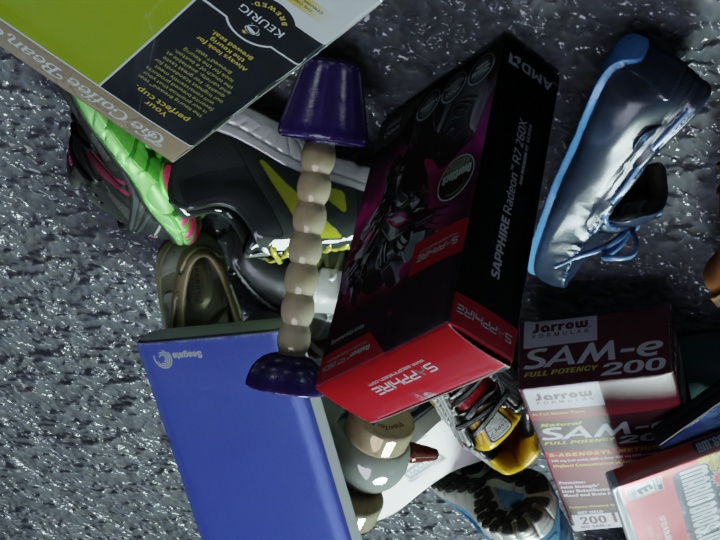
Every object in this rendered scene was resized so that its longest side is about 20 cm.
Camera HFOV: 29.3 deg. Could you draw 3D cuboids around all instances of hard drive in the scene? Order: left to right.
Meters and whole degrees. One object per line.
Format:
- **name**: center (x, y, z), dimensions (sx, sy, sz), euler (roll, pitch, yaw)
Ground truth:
- **hard drive**: center (-0.077, 0.135, 0.995), dimensions (0.131, 0.025, 0.202), euler (-6, 108, 30)

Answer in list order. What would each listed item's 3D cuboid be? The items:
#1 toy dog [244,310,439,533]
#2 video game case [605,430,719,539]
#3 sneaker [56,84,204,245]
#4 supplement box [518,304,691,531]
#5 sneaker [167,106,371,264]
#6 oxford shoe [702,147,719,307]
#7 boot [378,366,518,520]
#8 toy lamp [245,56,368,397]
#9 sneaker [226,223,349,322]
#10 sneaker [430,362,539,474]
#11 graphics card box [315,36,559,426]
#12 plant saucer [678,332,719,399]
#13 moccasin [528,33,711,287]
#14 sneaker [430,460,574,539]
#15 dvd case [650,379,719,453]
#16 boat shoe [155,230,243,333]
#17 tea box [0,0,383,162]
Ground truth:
- **toy dog**: center (-0.010, 0.101, 1.057), dimensions (0.096, 0.201, 0.132), euler (0, 147, -40)
- **video game case**: center (0.277, 0.148, 0.958), dimensions (0.198, 0.018, 0.143), euler (-21, 137, 5)
- **sneaker**: center (-0.165, -0.082, 0.908), dimensions (0.083, 0.077, 0.201), euler (0, 143, 16)
- **supplement box**: center (0.186, 0.112, 0.994), dimensions (0.108, 0.061, 0.201), euler (-8, 139, 17)
- **sneaker**: center (-0.036, -0.035, 0.899), dimensions (0.199, 0.085, 0.074), euler (26, 169, -7)
- **oxford shoe**: center (0.239, -0.048, 0.813), dimensions (0.071, 0.071, 0.201), euler (40, 152, 16)
- **boot**: center (0.059, 0.116, 1.115), dimensions (0.199, 0.091, 0.073), euler (-31, 127, 12)
- **toy lamp**: center (-0.031, -0.027, 0.836), dimensions (0.058, 0.202, 0.058), euler (8, -175, -1)
- **sneaker**: center (0.000, 0.000, 0.967), dimensions (0.199, 0.075, 0.088), euler (25, 140, -34)
- **sneaker**: center (0.081, 0.075, 0.959), dimensions (0.078, 0.082, 0.200), euler (-35, 139, 5)
- **graphics card box**: center (0.046, -0.023, 0.789), dimensions (0.051, 0.202, 0.125), euler (31, 145, -23)
- **plant saucer**: center (0.290, 0.114, 1.045), dimensions (0.198, 0.028, 0.201), euler (11, 147, 7)
- **moccasin**: center (0.149, -0.047, 0.816), dimensions (0.068, 0.081, 0.201), euler (25, 149, 8)
- **sneaker**: center (0.117, 0.195, 1.106), dimensions (0.078, 0.200, 0.090), euler (-34, 107, -2)
- **dvd case**: center (0.312, 0.108, 0.954), dimensions (0.142, 0.018, 0.199), euler (-41, 132, 24)
- **boat shoe**: center (-0.110, 0.072, 1.032), dimensions (0.072, 0.063, 0.203), euler (-10, 108, -15)
- **tea box**: center (-0.104, -0.189, 0.672), dimensions (0.199, 0.135, 0.196), euler (34, 142, -25)
